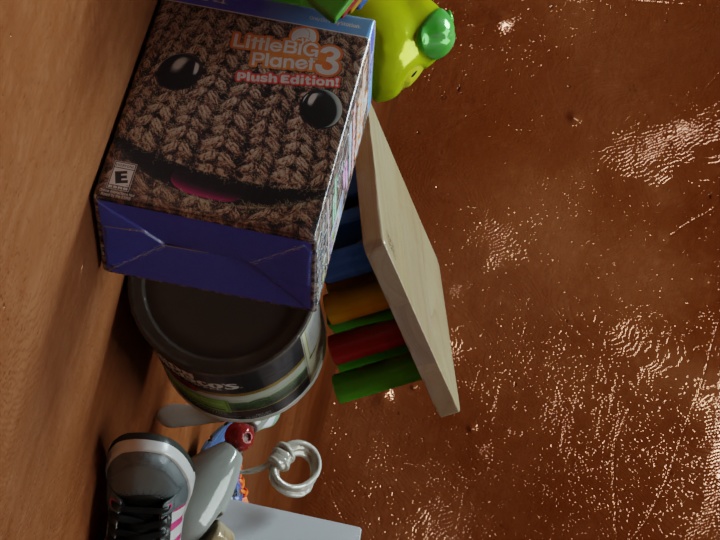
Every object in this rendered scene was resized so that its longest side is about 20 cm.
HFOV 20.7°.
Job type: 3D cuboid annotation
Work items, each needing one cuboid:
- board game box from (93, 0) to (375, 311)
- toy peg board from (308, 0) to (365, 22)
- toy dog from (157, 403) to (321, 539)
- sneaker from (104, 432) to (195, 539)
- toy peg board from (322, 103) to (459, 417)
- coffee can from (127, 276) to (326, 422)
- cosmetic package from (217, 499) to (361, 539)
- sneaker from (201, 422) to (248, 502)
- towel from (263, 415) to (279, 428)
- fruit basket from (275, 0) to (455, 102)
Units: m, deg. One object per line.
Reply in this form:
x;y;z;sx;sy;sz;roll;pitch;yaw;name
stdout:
-0.087;-0.091;1.418;0.097;0.159;0.200;94;8;-57;board game box
-0.050;-0.254;1.383;0.098;0.200;0.199;-49;-179;-2;toy peg board
-0.142;0.182;1.762;0.200;0.096;0.132;-37;106;-38;toy dog
-0.180;0.225;1.577;0.200;0.083;0.121;97;-3;-53;sneaker
0.000;0.000;1.656;0.200;0.098;0.199;-96;165;-50;toy peg board
-0.103;0.034;1.598;0.200;0.146;0.147;84;18;-75;coffee can
-0.114;0.323;1.831;0.123;0.199;0.200;-73;173;-47;cosmetic package
-0.137;0.248;2.021;0.075;0.078;0.200;14;88;-85;sneaker
-0.111;0.128;2.430;0.200;0.031;0.150;11;89;-85;towel
-0.022;-0.178;1.738;0.216;0.215;0.156;8;93;-85;fruit basket
